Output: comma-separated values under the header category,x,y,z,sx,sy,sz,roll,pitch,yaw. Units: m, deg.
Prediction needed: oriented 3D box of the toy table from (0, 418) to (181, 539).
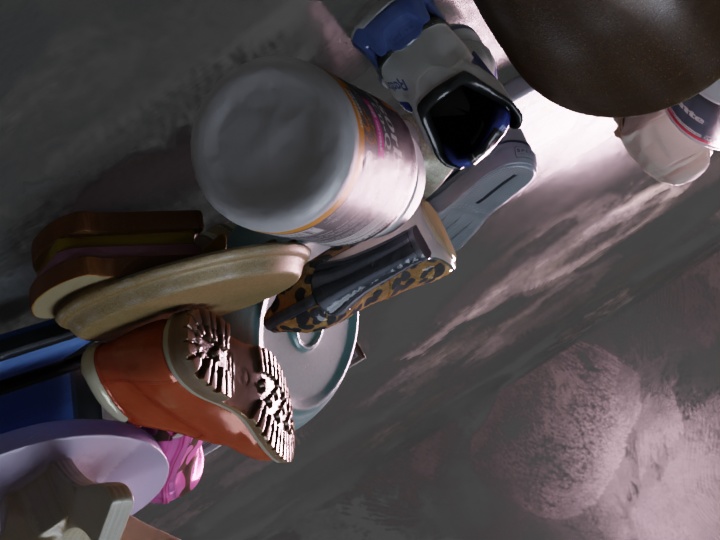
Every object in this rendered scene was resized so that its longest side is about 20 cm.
category,x,y,z,sx,sy,sz,roll,pitch,yaw
toy table,-0.222,0.197,1.156,0.200,0.117,0.184,-12,135,-28

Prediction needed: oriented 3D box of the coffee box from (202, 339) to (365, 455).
category,x,y,z,sx,sy,sz,roll,pitch,yaw
coffee box,-0.106,0.097,1.485,0.200,0.080,0.114,-31,-169,-6

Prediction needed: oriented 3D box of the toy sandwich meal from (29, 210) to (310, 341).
category,x,y,z,sx,sy,sz,roll,pitch,yaw
toy sandwich meal,-0.136,-0.005,1.068,0.205,0.070,0.205,-16,172,-2

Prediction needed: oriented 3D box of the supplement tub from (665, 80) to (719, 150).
category,x,y,z,sx,sy,sz,roll,pitch,yaw
supplement tub,0.357,-0.202,1.418,0.140,0.140,0.200,-32,166,-2

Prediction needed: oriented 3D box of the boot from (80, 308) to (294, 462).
category,x,y,z,sx,sy,sz,roll,pitch,yaw
boot,-0.122,0.093,1.129,0.107,0.075,0.200,-15,145,21

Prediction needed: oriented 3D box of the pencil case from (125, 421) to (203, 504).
category,x,y,z,sx,sy,sz,roll,pitch,yaw
pencil case,-0.158,0.127,1.285,0.091,0.094,0.200,-11,151,-20

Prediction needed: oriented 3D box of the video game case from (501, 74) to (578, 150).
category,x,y,z,sx,sy,sz,roll,pitch,yaw
video game case,0.128,-0.131,1.410,0.200,0.022,0.182,-29,166,-11

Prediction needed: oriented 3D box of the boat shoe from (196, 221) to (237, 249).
category,x,y,z,sx,sy,sz,roll,pitch,yaw
boat shoe,-0.121,0.020,1.290,0.076,0.072,0.200,-41,174,-32

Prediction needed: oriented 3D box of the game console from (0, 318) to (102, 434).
category,x,y,z,sx,sy,sz,roll,pitch,yaw
game console,-0.256,0.116,1.189,0.200,0.118,0.171,-19,172,-46

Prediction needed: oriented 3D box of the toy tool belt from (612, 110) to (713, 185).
category,x,y,z,sx,sy,sz,roll,pitch,yaw
toy tool belt,0.364,-0.184,1.608,0.200,0.125,0.123,-32,-162,11

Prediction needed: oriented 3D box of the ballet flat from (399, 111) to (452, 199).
category,x,y,z,sx,sy,sz,roll,pitch,yaw
ballet flat,0.020,-0.077,1.269,0.062,0.067,0.200,-8,153,-39

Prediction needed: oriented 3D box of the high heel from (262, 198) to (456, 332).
category,x,y,z,sx,sy,sz,roll,pitch,yaw
high heel,0.000,0.000,1.228,0.143,0.071,0.200,-27,179,13

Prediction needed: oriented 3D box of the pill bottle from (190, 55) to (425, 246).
category,x,y,z,sx,sy,sz,roll,pitch,yaw
pill bottle,-0.027,-0.076,1.052,0.116,0.116,0.200,-36,167,14

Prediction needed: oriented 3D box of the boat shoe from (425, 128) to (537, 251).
category,x,y,z,sx,sy,sz,roll,pitch,yaw
boat shoe,0.076,-0.067,1.326,0.074,0.067,0.200,20,139,-41

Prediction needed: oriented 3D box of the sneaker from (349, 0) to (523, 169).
category,x,y,z,sx,sy,sz,roll,pitch,yaw
sneaker,0.064,-0.123,1.093,0.081,0.115,0.199,-35,166,12

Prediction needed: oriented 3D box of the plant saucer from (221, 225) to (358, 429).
category,x,y,z,sx,sy,sz,roll,pitch,yaw
plant saucer,-0.055,0.043,1.238,0.036,0.200,0.200,6,-169,34

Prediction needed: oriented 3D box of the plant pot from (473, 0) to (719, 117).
category,x,y,z,sx,sy,sz,roll,pitch,yaw
plant pot,0.121,-0.206,0.857,0.187,0.187,0.200,-37,151,17
